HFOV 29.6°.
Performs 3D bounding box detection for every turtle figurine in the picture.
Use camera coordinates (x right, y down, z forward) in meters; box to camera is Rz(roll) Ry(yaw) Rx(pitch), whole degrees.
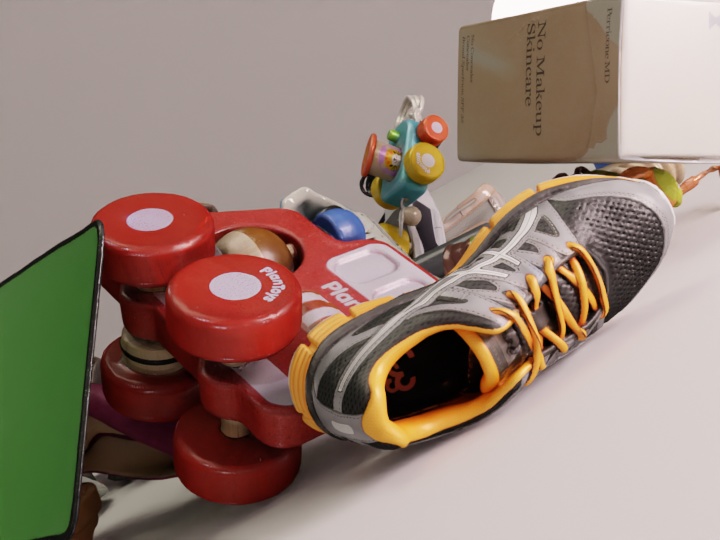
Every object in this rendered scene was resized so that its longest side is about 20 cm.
[{"bbox_3d":[0.126,-0.026,0.814,0.161,0.064,0.200,-25,5,39],"label":"turtle figurine"}]

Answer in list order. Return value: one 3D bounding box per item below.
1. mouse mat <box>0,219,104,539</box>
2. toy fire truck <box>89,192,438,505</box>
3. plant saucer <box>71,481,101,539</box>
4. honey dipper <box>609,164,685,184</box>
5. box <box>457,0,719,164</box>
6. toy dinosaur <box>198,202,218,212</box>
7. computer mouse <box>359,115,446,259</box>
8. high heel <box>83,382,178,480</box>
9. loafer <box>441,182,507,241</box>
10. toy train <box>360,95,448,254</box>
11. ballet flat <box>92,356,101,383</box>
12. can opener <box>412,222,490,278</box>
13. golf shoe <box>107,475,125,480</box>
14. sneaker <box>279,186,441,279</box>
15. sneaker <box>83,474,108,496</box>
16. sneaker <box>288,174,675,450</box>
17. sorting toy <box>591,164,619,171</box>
[{"bbox_3d":[-0.183,0.071,0.728,0.008,0.161,0.200,13,-20,-30],"label":"mouse mat"},{"bbox_3d":[-0.046,0.022,0.732,0.168,0.112,0.200,-19,36,-31],"label":"toy fire truck"},{"bbox_3d":[-0.236,0.190,0.795,0.200,0.038,0.200,-28,5,3],"label":"plant saucer"},{"bbox_3d":[0.145,-0.029,0.943,0.200,0.038,0.038,-33,5,-24],"label":"honey dipper"},{"bbox_3d":[0.135,-0.110,0.818,0.078,0.095,0.200,-1,3,-22],"label":"box"},{"bbox_3d":[-0.082,0.019,1.163,0.086,0.136,0.200,15,7,36],"label":"toy dinosaur"},{"bbox_3d":[0.041,-0.030,1.094,0.110,0.044,0.200,-50,31,41],"label":"computer mouse"},{"bbox_3d":[-0.171,0.106,0.807,0.200,0.067,0.096,-25,27,22],"label":"high heel"},{"bbox_3d":[0.045,-0.008,1.166,0.200,0.063,0.072,-27,4,22],"label":"loafer"},{"bbox_3d":[-0.001,-0.044,1.068,0.200,0.056,0.150,-68,22,13],"label":"toy train"},{"bbox_3d":[-0.231,0.121,1.092,0.200,0.046,0.067,117,165,-63],"label":"ballet flat"},{"bbox_3d":[0.019,0.026,0.989,0.200,0.053,0.066,-28,3,12],"label":"can opener"},{"bbox_3d":[-0.160,0.100,1.100,0.088,0.077,0.200,12,27,-7],"label":"golf shoe"},{"bbox_3d":[0.000,0.000,0.920,0.072,0.073,0.200,-39,36,-12],"label":"sneaker"},{"bbox_3d":[-0.248,0.152,1.017,0.077,0.082,0.200,-30,4,-22],"label":"sneaker"},{"bbox_3d":[0.066,0.024,0.622,0.200,0.078,0.077,-33,18,-10],"label":"sneaker"},{"bbox_3d":[0.299,-0.153,1.203,0.200,0.070,0.199,-31,5,-37],"label":"sorting toy"}]
